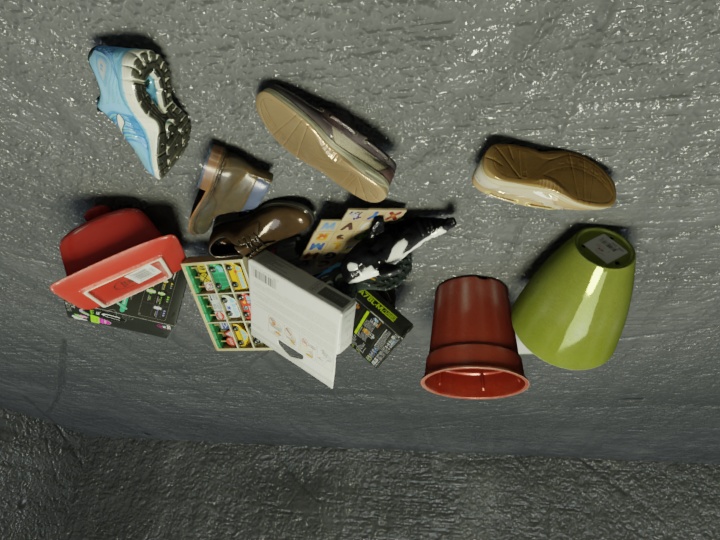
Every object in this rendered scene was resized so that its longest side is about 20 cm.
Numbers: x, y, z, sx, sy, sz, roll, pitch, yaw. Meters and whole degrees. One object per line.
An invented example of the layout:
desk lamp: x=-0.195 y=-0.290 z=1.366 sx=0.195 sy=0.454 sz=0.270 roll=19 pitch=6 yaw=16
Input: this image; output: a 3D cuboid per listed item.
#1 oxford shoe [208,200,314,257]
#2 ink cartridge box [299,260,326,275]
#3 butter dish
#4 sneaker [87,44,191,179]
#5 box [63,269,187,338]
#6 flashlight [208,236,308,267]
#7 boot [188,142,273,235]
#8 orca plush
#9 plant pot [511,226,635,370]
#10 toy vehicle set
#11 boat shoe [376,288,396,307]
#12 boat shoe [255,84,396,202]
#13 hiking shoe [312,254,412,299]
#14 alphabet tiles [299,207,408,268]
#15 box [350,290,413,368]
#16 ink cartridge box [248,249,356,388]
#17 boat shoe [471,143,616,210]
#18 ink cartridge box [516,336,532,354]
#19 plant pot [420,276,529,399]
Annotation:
oxford shoe: x=-0.164 y=-0.057 z=0.850 sx=0.199 sy=0.085 sz=0.073 roll=-14 pitch=134 yaw=25
ink cartridge box: x=-0.091 y=0.077 z=1.021 sx=0.116 sy=0.068 sz=0.200 roll=47 pitch=153 yaw=16
butter dish: x=-0.416 y=-0.041 z=0.874 sx=0.199 sy=0.148 sz=0.200 roll=-26 pitch=172 yaw=-17
sneaker: x=-0.277 y=-0.199 z=0.650 sx=0.089 sy=0.079 sz=0.200 roll=22 pitch=149 yaw=7
box: x=-0.461 y=0.046 z=1.034 sx=0.199 sy=0.125 sz=0.148 roll=16 pitch=158 yaw=-22
flashlight: x=-0.192 y=-0.019 z=0.954 sx=0.199 sy=0.068 sz=0.068 roll=-13 pitch=111 yaw=25
boot: x=-0.203 y=-0.101 z=0.791 sx=0.096 sy=0.075 sz=0.200 roll=18 pitch=147 yaw=-16
orca plush: x=0.049 y=-0.051 z=0.806 sx=0.199 sy=0.106 sz=0.071 roll=-19 pitch=126 yaw=21
plant pot: x=0.369 y=0.031 z=0.865 sx=0.186 sy=0.188 sz=0.201 roll=4 pitch=137 yaw=1
toy vehicle set: x=-0.241 y=0.063 z=0.966 sx=0.123 sy=0.027 sz=0.201 roll=-4 pitch=120 yaw=16
boat shoe: x=0.041 y=0.075 z=1.088 sx=0.071 sy=0.061 sz=0.201 roll=-1 pitch=151 yaw=11
boat shoe: x=-0.039 y=-0.167 z=0.657 sx=0.200 sy=0.065 sz=0.072 roll=35 pitch=153 yaw=-13
hiking shoe: x=0.000 y=0.000 z=0.915 sx=0.199 sy=0.087 sz=0.075 roll=-19 pitch=120 yaw=-28
alphabet tiles: x=-0.007 y=-0.050 z=0.873 sx=0.165 sy=0.006 sz=0.200 roll=-3 pitch=156 yaw=-24
box: x=-0.003 y=0.096 z=1.051 sx=0.193 sy=0.047 sz=0.200 roll=42 pitch=151 yaw=10
ink cartridge box: x=-0.103 y=0.082 z=0.874 sx=0.199 sy=0.044 sz=0.174 roll=28 pitch=133 yaw=24
boat shoe: x=0.245 y=-0.119 z=0.702 sx=0.199 sy=0.074 sz=0.069 roll=13 pitch=163 yaw=-12
ink cartridge box: x=0.378 y=0.137 z=1.161 sx=0.145 sy=0.048 sz=0.200 roll=-3 pitch=150 yaw=14
plant pot: x=0.220 y=0.130 z=1.019 sx=0.199 sy=0.196 sz=0.201 roll=4 pitch=151 yaw=2
